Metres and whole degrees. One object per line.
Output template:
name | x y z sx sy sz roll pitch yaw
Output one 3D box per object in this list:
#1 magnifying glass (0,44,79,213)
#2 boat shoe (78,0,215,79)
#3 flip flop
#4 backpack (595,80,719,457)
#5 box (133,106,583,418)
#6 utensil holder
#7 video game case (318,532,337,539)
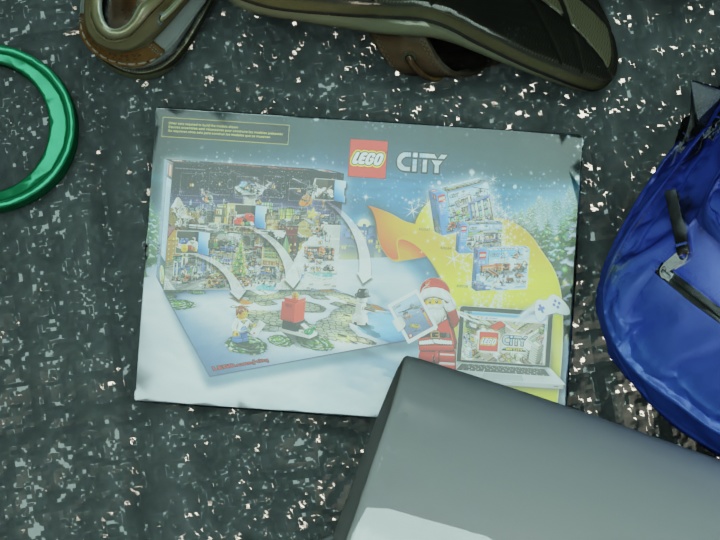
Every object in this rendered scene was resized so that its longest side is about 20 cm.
magnifying glass | -0.233 -0.066 1.144 0.199 0.022 0.080 -1 85 0
boat shoe | -0.074 -0.187 1.124 0.075 0.068 0.201 19 86 3
flip flop | 0.023 -0.121 1.116 0.199 0.058 0.081 8 52 -14
backpack | 0.194 -0.014 1.055 0.162 0.168 0.200 38 91 11
box | 0.000 0.000 1.121 0.199 0.038 0.137 4 85 2
utensil holder | 0.086 0.141 1.034 0.200 0.170 0.170 21 86 0
video game case | -0.058 0.243 1.110 0.200 0.023 0.182 -25 85 -1
